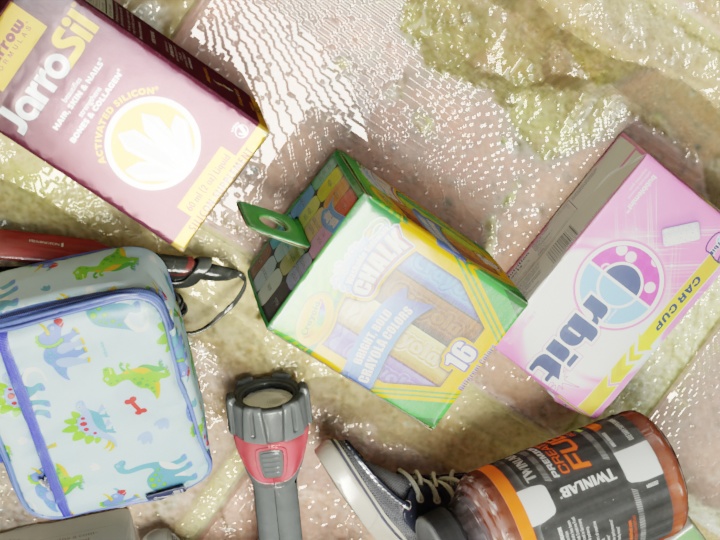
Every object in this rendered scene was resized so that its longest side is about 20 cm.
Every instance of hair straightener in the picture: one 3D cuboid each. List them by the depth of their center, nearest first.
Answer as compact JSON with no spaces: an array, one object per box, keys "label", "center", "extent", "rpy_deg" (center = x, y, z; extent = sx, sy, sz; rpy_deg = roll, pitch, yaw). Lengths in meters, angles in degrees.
[{"label":"hair straightener","center":[-0.184,0.013,1.200],"extent":[0.199,0.041,0.077],"rpy_deg":[2,124,-17]}]

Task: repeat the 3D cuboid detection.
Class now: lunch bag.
[{"label":"lunch bag","center":[-0.201,0.088,1.174],"extent":[0.160,0.083,0.201],"rpy_deg":[-11,126,-2]}]

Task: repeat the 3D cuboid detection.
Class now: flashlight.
[{"label":"flashlight","center":[-0.066,0.183,1.267],"extent":[0.068,0.068,0.201],"rpy_deg":[-26,123,-38]}]

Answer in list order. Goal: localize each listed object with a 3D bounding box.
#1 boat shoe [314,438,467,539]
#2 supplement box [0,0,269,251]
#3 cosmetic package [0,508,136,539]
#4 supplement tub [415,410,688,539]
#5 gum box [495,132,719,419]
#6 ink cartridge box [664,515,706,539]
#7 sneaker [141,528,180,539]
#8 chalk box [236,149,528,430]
[{"label":"boat shoe","center":[0.047,0.182,1.281],"extent":[0.093,0.075,0.200],"rpy_deg":[-38,127,-1]},{"label":"supplement box","center":[-0.177,-0.120,1.118],"extent":[0.200,0.086,0.111],"rpy_deg":[34,101,-20]},{"label":"cosmetic package","center":[-0.236,0.310,1.204],"extent":[0.166,0.200,0.167],"rpy_deg":[-10,111,-7]},{"label":"supplement tub","center":[0.146,0.188,1.230],"extent":[0.199,0.107,0.108],"rpy_deg":[-20,113,-16]},{"label":"gum box","center":[0.191,0.010,1.247],"extent":[0.113,0.066,0.200],"rpy_deg":[35,100,-19]},{"label":"ink cartridge box","center":[0.218,0.258,1.272],"extent":[0.145,0.200,0.048],"rpy_deg":[-37,115,4]},{"label":"sneaker","center":[-0.092,0.265,1.245],"extent":[0.082,0.200,0.075],"rpy_deg":[-47,155,-6]},{"label":"chalk box","center":[0.000,0.000,1.177],"extent":[0.200,0.125,0.124],"rpy_deg":[34,101,-21]}]
